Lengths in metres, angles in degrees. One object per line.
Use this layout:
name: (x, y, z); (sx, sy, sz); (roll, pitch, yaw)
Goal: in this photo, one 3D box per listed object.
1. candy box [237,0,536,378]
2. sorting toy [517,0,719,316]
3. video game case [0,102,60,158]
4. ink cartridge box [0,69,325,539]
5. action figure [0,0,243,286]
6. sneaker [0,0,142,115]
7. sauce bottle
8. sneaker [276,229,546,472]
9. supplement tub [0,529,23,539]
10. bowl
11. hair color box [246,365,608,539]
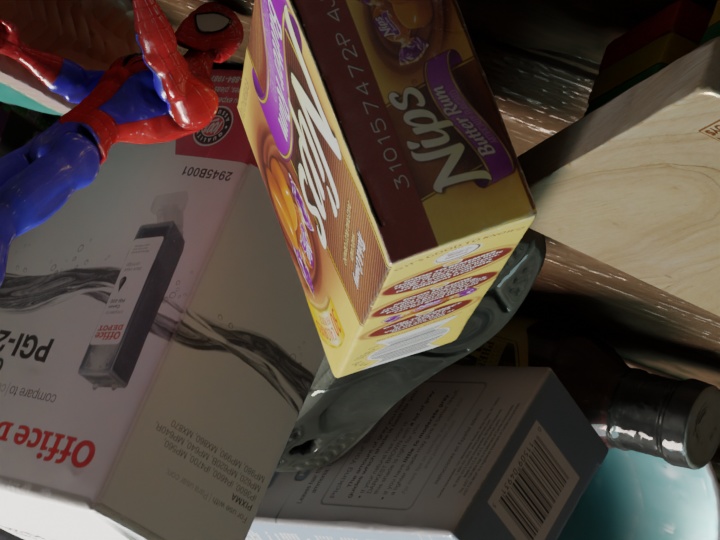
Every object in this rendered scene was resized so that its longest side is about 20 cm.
candy box: (0.004, -0.040, 0.985); (0.056, 0.117, 0.200); (-19, 170, -8)
sorting toy: (0.169, -0.026, 0.888); (0.198, 0.070, 0.200); (24, 166, -10)
video game case: (-0.162, -0.007, 1.244); (0.023, 0.183, 0.200); (1, 156, 41)
ink cartridge box: (-0.088, 0.019, 1.188); (0.145, 0.201, 0.085); (7, 160, 48)
action figure: (-0.127, -0.059, 1.043); (0.065, 0.200, 0.099); (10, 132, 53)
sneaker: (-0.171, -0.111, 1.096); (0.080, 0.072, 0.200); (4, 160, 41)
sauce bottle: (0.078, 0.052, 1.354); (0.199, 0.066, 0.066); (11, 163, 34)
sneaker: (0.000, 0.000, 1.252); (0.076, 0.115, 0.199); (2, 152, -36)
supplement tub: (-0.204, 0.073, 1.332); (0.106, 0.107, 0.200); (18, 166, 16)
bowl: (0.078, 0.139, 1.476); (0.201, 0.201, 0.105); (33, -177, -38)
hair color box: (0.008, 0.100, 1.326); (0.199, 0.099, 0.061); (-1, 136, 45)
